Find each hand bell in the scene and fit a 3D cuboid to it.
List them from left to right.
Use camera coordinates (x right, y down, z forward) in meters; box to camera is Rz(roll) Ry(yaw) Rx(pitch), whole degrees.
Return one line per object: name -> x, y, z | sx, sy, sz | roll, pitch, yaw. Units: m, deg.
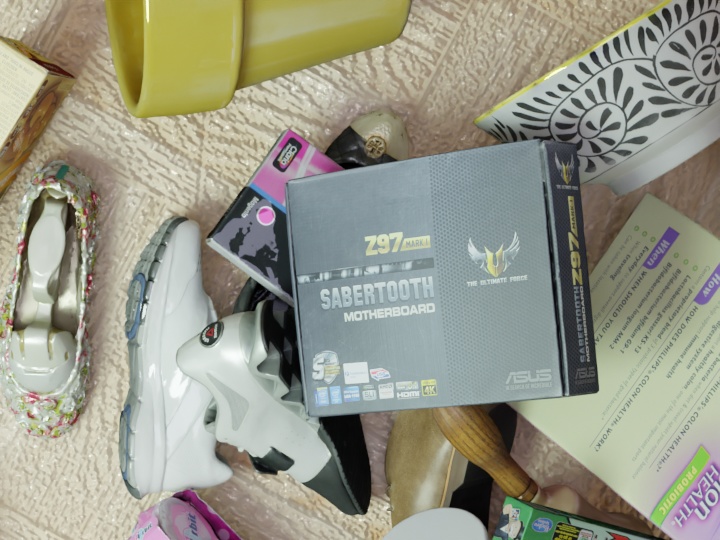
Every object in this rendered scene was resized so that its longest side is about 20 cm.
hand bell -> 0.107, 0.144, 1.270 | 0.104, 0.104, 0.200 | -38, 116, 3

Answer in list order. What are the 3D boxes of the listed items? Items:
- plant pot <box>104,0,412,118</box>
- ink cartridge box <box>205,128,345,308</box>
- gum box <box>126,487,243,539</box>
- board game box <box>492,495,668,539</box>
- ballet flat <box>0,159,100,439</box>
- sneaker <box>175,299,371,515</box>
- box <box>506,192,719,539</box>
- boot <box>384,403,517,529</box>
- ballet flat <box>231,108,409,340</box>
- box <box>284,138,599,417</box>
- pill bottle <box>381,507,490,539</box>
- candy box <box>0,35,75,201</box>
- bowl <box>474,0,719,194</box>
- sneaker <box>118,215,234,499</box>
plant pot -> -0.070, -0.209, 1.246 | 0.187, 0.201, 0.203 | -6, 94, -15
ink cartridge box -> 0.000, 0.000, 1.284 | 0.199, 0.037, 0.095 | 37, 81, -9
gum box -> -0.104, 0.260, 1.316 | 0.200, 0.066, 0.113 | 45, 116, -3
board game box -> 0.153, 0.234, 1.229 | 0.199, 0.029, 0.136 | 19, 90, -36
ballet flat -> -0.225, 0.023, 1.319 | 0.075, 0.064, 0.202 | 3, 95, 0
sneaker -> -0.059, 0.103, 1.299 | 0.088, 0.074, 0.201 | -18, 128, 20
box -> 0.230, 0.080, 1.252 | 0.200, 0.096, 0.177 | 38, 95, 39
boot -> 0.048, 0.173, 1.337 | 0.075, 0.073, 0.202 | 25, 103, 35
ballet flat -> -0.024, -0.023, 1.315 | 0.066, 0.057, 0.201 | 31, 89, 1
box -> 0.049, 0.008, 1.189 | 0.198, 0.051, 0.160 | -6, 86, 33
pill bottle -> 0.077, 0.262, 1.272 | 0.110, 0.112, 0.201 | -20, 122, 2
candy box -> -0.278, -0.064, 1.287 | 0.055, 0.115, 0.201 | 32, 94, -1
bowl -> 0.182, -0.112, 1.229 | 0.200, 0.201, 0.095 | -31, 93, 3
sneaker -> -0.125, 0.062, 1.327 | 0.086, 0.074, 0.202 | 2, 98, -15
